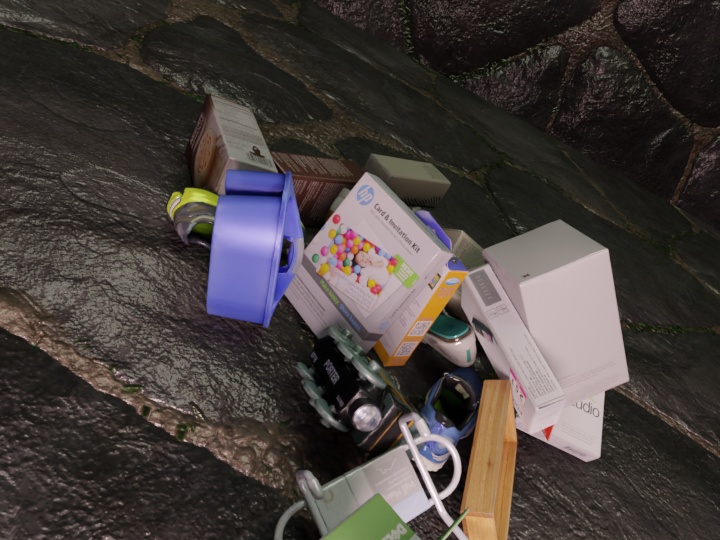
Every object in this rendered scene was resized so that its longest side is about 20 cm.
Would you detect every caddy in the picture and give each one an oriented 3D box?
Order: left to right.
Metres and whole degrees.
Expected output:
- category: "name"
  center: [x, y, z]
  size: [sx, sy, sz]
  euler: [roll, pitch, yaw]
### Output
- category: "caddy"
  center: [-0.121, -0.027, 0.782]
  size: [0.105, 0.200, 0.142]
  euler: [9, 35, -7]

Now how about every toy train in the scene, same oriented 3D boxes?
- category: "toy train"
  center: [-0.001, 0.135, 0.718]
  size: [0.114, 0.085, 0.200]
  euler: [41, 0, -20]

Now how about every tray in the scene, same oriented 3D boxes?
- category: "tray"
  center: [0.146, 0.224, 0.724]
  size: [0.037, 0.099, 0.200]
  euler: [-3, 29, 19]

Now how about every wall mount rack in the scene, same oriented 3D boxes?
- category: "wall mount rack"
  center: [0.032, 0.233, 0.579]
  size: [0.200, 0.075, 0.174]
  euler: [-23, 82, -22]

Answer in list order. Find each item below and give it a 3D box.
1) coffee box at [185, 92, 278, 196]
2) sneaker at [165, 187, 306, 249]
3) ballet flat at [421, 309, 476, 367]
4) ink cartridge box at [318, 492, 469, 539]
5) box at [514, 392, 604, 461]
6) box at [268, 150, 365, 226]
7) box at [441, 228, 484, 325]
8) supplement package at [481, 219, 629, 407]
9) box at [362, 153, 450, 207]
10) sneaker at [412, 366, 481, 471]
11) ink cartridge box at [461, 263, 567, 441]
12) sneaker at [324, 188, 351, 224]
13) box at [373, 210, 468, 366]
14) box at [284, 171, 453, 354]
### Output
- category: "coffee box"
  center: [-0.203, -0.167, 0.995]
  size: [0.080, 0.114, 0.200]
  euler: [12, 33, -32]
- category: "sneaker"
  center: [-0.169, -0.052, 0.907]
  size: [0.200, 0.074, 0.081]
  euler: [7, 43, -26]
- category: "ballet flat"
  center: [0.107, 0.087, 0.944]
  size: [0.069, 0.070, 0.200]
  euler: [18, 8, -25]
- category: "ink cartridge box"
  center: [-0.019, 0.227, 0.463]
  size: [0.059, 0.200, 0.104]
  euler: [45, 30, 20]
- category: "box"
  center: [0.298, 0.162, 0.971]
  size: [0.144, 0.036, 0.200]
  euler: [26, 54, -11]
- category: "box"
  center: [-0.082, -0.131, 1.073]
  size: [0.200, 0.100, 0.075]
  euler: [0, 42, -46]
- category: "box"
  center: [0.176, 0.025, 1.014]
  size: [0.200, 0.095, 0.078]
  euler: [38, -14, -31]
- category: "supplement package"
  center: [0.255, 0.058, 0.847]
  size: [0.120, 0.200, 0.121]
  euler: [-21, 25, -4]
- category: "box"
  center: [0.094, -0.188, 1.371]
  size: [0.200, 0.068, 0.082]
  euler: [0, 42, -45]
- category: "sneaker"
  center: [0.122, 0.169, 0.815]
  size: [0.079, 0.089, 0.200]
  euler: [37, 26, 9]
- category: "ink cartridge box"
  center: [0.190, 0.116, 0.848]
  size: [0.043, 0.174, 0.200]
  euler: [-21, 58, -6]
- category: "sneaker"
  center: [0.016, -0.047, 1.093]
  size: [0.200, 0.085, 0.073]
  euler: [39, -4, -28]
- category: "box"
  center: [0.065, 0.019, 0.876]
  size: [0.041, 0.200, 0.119]
  euler: [6, 39, -39]
- category: "box"
  center: [0.000, 0.000, 0.839]
  size: [0.156, 0.200, 0.041]
  euler: [50, 18, 28]
